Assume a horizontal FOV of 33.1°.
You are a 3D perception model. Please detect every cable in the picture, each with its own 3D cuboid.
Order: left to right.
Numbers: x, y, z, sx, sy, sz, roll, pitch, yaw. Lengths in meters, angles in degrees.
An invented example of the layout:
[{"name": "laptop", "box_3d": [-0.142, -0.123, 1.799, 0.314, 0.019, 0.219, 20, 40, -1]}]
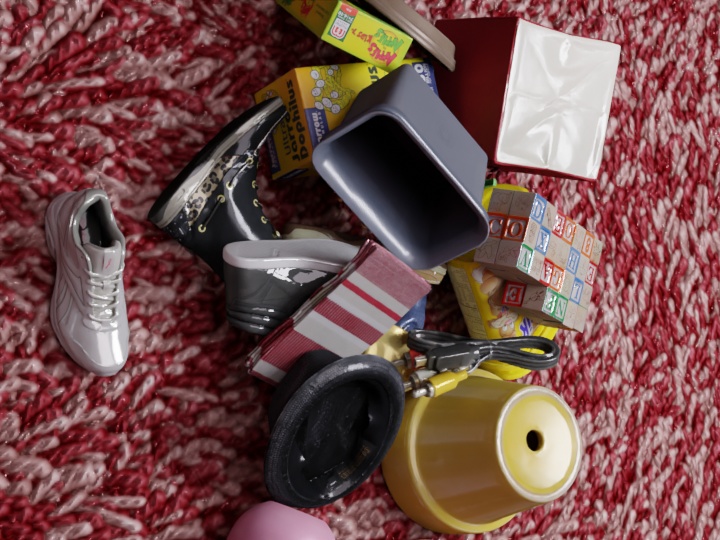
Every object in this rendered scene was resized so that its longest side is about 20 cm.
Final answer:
[{"name": "cable", "box_3d": [0.131, 0.103, 1.415, 0.198, 0.097, 0.051, -4, 123, -22]}]

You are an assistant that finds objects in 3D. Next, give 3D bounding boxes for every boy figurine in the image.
[{"name": "boy figurine", "box_3d": [0.032, 0.101, 1.447, 0.123, 0.064, 0.202, 20, 71, -10]}]

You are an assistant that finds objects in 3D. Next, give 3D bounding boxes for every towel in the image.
[{"name": "towel", "box_3d": [-0.024, 0.060, 1.349, 0.200, 0.023, 0.144, -43, 146, 8]}]

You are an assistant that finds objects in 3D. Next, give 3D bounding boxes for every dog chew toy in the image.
[{"name": "dog chew toy", "box_3d": [-0.101, 0.352, 1.287, 0.124, 0.124, 0.202, 26, 75, -25]}]

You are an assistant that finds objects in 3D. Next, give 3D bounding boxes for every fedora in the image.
[{"name": "fedora", "box_3d": [-0.045, 0.161, 1.339, 0.199, 0.092, 0.202, -21, 131, -27]}]

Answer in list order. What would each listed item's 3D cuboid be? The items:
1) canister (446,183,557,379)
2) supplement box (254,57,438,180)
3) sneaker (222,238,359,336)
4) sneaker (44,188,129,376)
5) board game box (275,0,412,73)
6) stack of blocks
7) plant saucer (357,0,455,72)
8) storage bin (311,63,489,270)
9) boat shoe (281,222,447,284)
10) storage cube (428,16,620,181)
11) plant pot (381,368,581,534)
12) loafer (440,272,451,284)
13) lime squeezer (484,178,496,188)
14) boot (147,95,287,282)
[{"name": "canister", "box_3d": [0.177, 0.013, 1.495, 0.149, 0.086, 0.201, -52, 137, -32]}, {"name": "supplement box", "box_3d": [-0.010, -0.183, 1.457, 0.198, 0.109, 0.110, -11, 86, -33]}, {"name": "sneaker", "box_3d": [-0.066, 0.023, 1.347, 0.198, 0.071, 0.100, 0, 115, -28]}, {"name": "sneaker", "box_3d": [-0.277, 0.009, 1.254, 0.077, 0.099, 0.202, -11, 86, -33]}, {"name": "board game box", "box_3d": [-0.023, -0.295, 1.424, 0.101, 0.200, 0.048, 22, 105, -27]}, {"name": "stack of blocks", "box_3d": [0.208, -0.008, 1.410, 0.199, 0.058, 0.116, 27, 76, -53]}, {"name": "plant saucer", "box_3d": [0.040, -0.310, 1.459, 0.199, 0.200, 0.030, 34, 99, -22]}, {"name": "storage bin", "box_3d": [0.052, -0.120, 1.356, 0.200, 0.145, 0.135, 46, 38, -23]}, {"name": "boat shoe", "box_3d": [0.000, 0.000, 1.422, 0.198, 0.072, 0.077, 12, 87, 7]}, {"name": "storage cube", "box_3d": [0.195, -0.213, 1.523, 0.170, 0.179, 0.202, 7, 94, -31]}, {"name": "plant pot", "box_3d": [0.153, 0.209, 1.433, 0.199, 0.188, 0.203, 8, 75, -31]}, {"name": "loafer", "box_3d": [0.127, -0.017, 1.536, 0.198, 0.063, 0.073, -9, 85, -33]}, {"name": "lime squeezer", "box_3d": [0.067, -0.103, 1.499, 0.198, 0.071, 0.038, 0, 63, 2]}, {"name": "boot", "box_3d": [-0.124, -0.081, 1.379, 0.204, 0.073, 0.154, -47, 108, -15]}]
